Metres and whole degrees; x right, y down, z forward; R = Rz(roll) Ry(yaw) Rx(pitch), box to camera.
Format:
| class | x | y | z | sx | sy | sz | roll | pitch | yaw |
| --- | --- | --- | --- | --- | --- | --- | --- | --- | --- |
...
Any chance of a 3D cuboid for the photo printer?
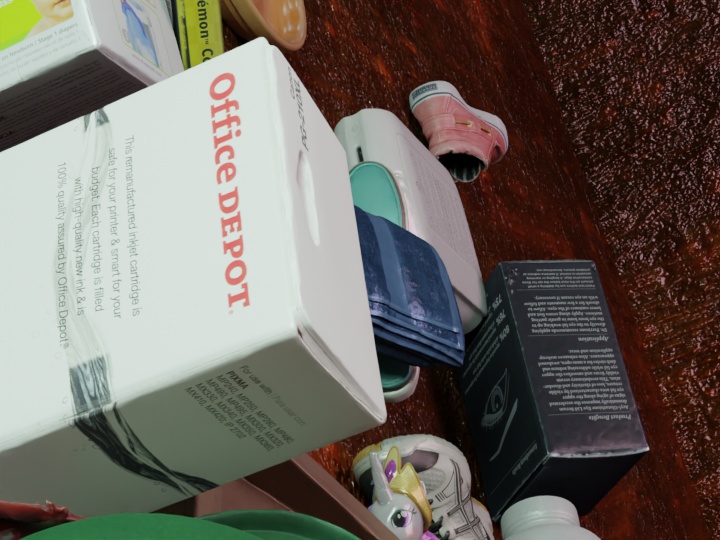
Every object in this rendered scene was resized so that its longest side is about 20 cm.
| class | x | y | z | sx | sy | sz | roll | pitch | yaw |
| --- | --- | --- | --- | --- | --- | --- | --- | --- | --- |
| photo printer | 0.041 | -0.043 | 1.457 | 0.200 | 0.069 | 0.168 | 37 | 36 | -62 |

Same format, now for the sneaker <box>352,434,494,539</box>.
| class | x | y | z | sx | sy | sz | roll | pitch | yaw |
| --- | --- | --- | --- | --- | --- | --- | --- | --- | --- |
| sneaker | 0.059 | 0.194 | 1.204 | 0.200 | 0.075 | 0.088 | 51 | 23 | -48 |

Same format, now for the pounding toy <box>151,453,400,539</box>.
| class | x | y | z | sx | sy | sz | roll | pitch | yaw |
| --- | --- | --- | --- | --- | --- | --- | --- | --- | --- |
| pounding toy | -0.063 | 0.192 | 0.733 | 0.200 | 0.141 | 0.185 | 46 | 25 | -32 |

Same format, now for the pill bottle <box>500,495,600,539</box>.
| class | x | y | z | sx | sy | sz | roll | pitch | yaw |
| --- | --- | --- | --- | --- | --- | --- | --- | --- | --- |
| pill bottle | 0.165 | 0.292 | 1.380 | 0.111 | 0.110 | 0.201 | 54 | 21 | -44 |

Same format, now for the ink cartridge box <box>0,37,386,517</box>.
| class | x | y | z | sx | sy | sz | roll | pitch | yaw |
| --- | --- | --- | --- | --- | --- | --- | --- | --- | --- |
| ink cartridge box | -0.099 | 0.017 | 0.653 | 0.084 | 0.198 | 0.146 | 49 | 25 | -49 |

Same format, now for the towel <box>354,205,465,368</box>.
| class | x | y | z | sx | sy | sz | roll | pitch | yaw |
| --- | --- | --- | --- | --- | --- | --- | --- | --- | --- |
| towel | 0.000 | 0.000 | 1.194 | 0.199 | 0.048 | 0.113 | 22 | 45 | -44 |

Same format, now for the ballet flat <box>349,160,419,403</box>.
| class | x | y | z | sx | sy | sz | roll | pitch | yaw |
| --- | --- | --- | --- | --- | --- | --- | --- | --- | --- |
| ballet flat | 0.013 | 0.013 | 1.317 | 0.069 | 0.069 | 0.202 | 38 | 41 | -62 |

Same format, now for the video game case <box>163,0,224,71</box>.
| class | x | y | z | sx | sy | sz | roll | pitch | yaw |
| --- | --- | --- | --- | --- | --- | --- | --- | --- | --- |
| video game case | -0.117 | -0.177 | 0.888 | 0.200 | 0.025 | 0.183 | -148 | -129 | -64 |

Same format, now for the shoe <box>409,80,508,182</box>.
| class | x | y | z | sx | sy | sz | roll | pitch | yaw |
| --- | --- | --- | --- | --- | --- | --- | --- | --- | --- |
| shoe | 0.119 | -0.136 | 1.856 | 0.200 | 0.071 | 0.092 | 30 | 42 | -59 |

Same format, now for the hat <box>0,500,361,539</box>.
| class | x | y | z | sx | sy | sz | roll | pitch | yaw |
| --- | --- | --- | --- | --- | --- | --- | --- | --- | --- |
| hat | -0.097 | 0.091 | 0.528 | 0.166 | 0.199 | 0.177 | 44 | -21 | 52 |

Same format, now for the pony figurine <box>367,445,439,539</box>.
| class | x | y | z | sx | sy | sz | roll | pitch | yaw |
| --- | --- | --- | --- | --- | --- | --- | --- | --- | --- |
| pony figurine | 0.041 | 0.233 | 1.005 | 0.193 | 0.165 | 0.201 | 50 | 39 | -32 |

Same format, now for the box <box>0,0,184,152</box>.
| class | x | y | z | sx | sy | sz | roll | pitch | yaw |
| --- | --- | --- | --- | --- | --- | --- | --- | --- | --- |
| box | -0.171 | -0.158 | 0.796 | 0.101 | 0.112 | 0.202 | 32 | 39 | -66 |

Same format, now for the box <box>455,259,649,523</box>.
| class | x | y | z | sx | sy | sz | roll | pitch | yaw |
| --- | --- | --- | --- | --- | --- | --- | --- | --- | --- |
| box | 0.169 | 0.112 | 1.516 | 0.148 | 0.103 | 0.202 | 120 | -36 | -55 |

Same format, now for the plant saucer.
| class | x | y | z | sx | sy | sz | roll | pitch | yaw |
| --- | --- | --- | --- | --- | --- | --- | --- | --- | --- |
| plant saucer | -0.102 | -0.265 | 1.313 | 0.200 | 0.037 | 0.202 | -20 | 90 | -76 |
